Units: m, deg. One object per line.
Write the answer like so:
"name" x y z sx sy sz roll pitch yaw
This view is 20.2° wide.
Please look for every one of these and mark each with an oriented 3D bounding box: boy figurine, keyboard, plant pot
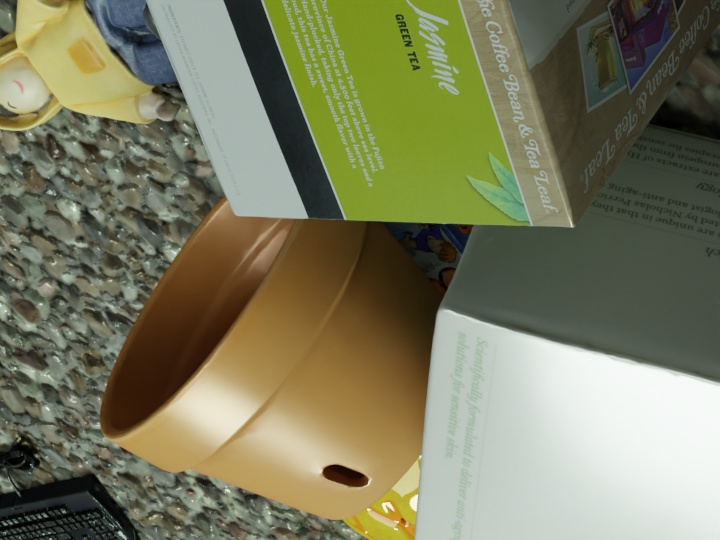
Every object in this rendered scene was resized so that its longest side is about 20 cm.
"boy figurine" -0.165 -0.135 1.210 0.199 0.065 0.125 -9 129 40
"keyboard" -0.270 0.194 1.626 0.199 0.021 0.127 -18 115 44
"plant pot" -0.033 0.046 1.132 0.140 0.201 0.200 35 142 -17

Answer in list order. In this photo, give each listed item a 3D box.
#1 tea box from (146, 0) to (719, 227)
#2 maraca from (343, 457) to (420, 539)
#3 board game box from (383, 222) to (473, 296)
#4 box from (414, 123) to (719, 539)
"tea box" 0.043 -0.130 0.947 0.196 0.200 0.134 3 128 34
"maraca" 0.030 0.124 1.260 0.136 0.108 0.200 5 162 -29
"board game box" 0.000 0.000 1.228 0.136 0.034 0.200 49 139 -11
"box" 0.146 0.055 1.037 0.199 0.172 0.200 14 135 10
